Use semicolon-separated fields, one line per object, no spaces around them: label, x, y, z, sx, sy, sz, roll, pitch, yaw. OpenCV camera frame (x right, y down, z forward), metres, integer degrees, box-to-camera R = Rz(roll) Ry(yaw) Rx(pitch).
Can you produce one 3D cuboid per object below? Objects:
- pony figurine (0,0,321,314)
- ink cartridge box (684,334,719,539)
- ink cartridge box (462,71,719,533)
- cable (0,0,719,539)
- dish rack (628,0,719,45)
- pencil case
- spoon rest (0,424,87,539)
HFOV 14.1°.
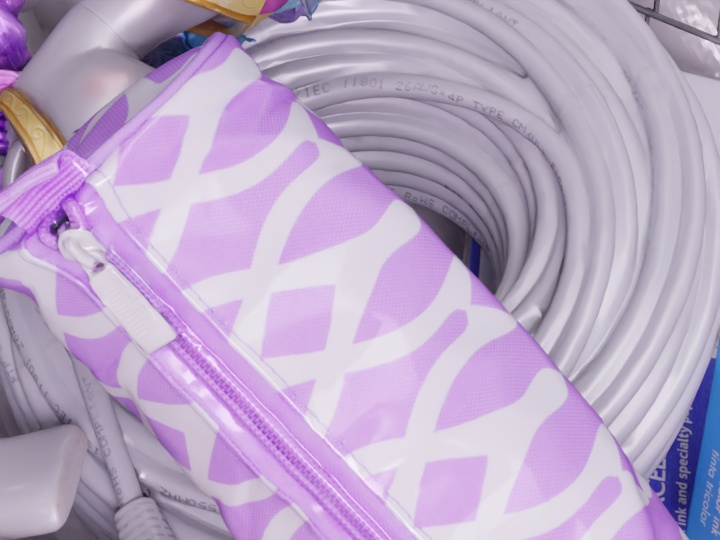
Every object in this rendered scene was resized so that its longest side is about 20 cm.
pony figurine;-0.068;-0.112;0.731;0.193;0.167;0.200;41;85;11
ink cartridge box;0.187;0.077;0.710;0.116;0.067;0.200;-9;30;-31
ink cartridge box;0.119;0.038;0.843;0.199;0.047;0.198;11;59;-8
cable;0.000;0.000;0.777;0.200;0.069;0.200;-28;59;-10
dish rack;0.156;-0.113;0.899;0.200;0.055;0.153;27;51;29
pencil case;0.001;0.037;0.654;0.200;0.084;0.086;45;15;-4
spoon rest;-0.132;-0.020;0.669;0.060;0.200;0.099;-19;25;14
